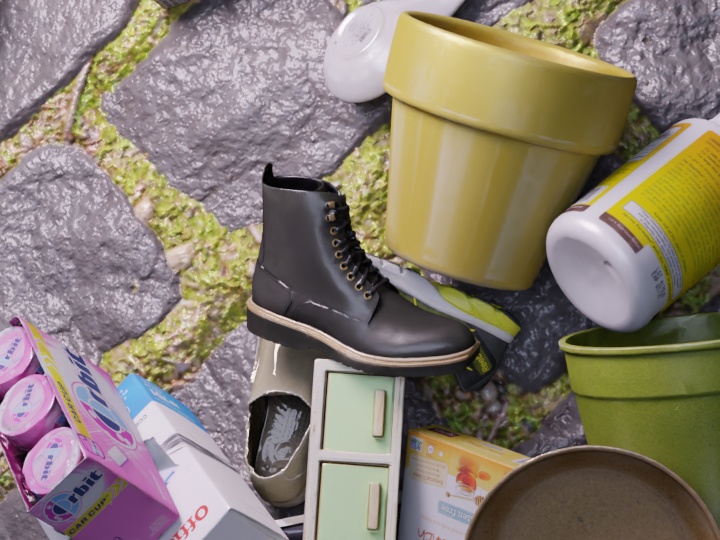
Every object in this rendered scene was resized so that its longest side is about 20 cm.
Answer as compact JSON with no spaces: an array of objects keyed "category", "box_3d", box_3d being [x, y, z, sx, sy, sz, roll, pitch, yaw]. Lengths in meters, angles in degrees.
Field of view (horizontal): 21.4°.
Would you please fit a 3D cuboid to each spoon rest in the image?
[{"category":"spoon rest","box_3d":[0.044,-0.225,1.631,0.200,0.061,0.099,-50,42,5]}]

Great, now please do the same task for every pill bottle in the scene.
[{"category":"pill bottle","box_3d":[0.249,-0.046,1.518,0.200,0.109,0.109,-37,76,-24]}]

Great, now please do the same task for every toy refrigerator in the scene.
[{"category":"toy refrigerator","box_3d":[-0.006,0.175,1.532,0.075,0.070,0.202,4,81,1]}]

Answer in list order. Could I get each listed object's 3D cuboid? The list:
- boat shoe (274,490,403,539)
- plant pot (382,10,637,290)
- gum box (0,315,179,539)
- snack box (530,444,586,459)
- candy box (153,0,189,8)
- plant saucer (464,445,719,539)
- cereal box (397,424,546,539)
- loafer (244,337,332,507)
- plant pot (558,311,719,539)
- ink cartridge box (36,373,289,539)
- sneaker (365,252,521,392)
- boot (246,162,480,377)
[{"category":"boat shoe","box_3d":[-0.045,0.236,1.591,0.198,0.073,0.063,-16,78,4]},{"category":"plant pot","box_3d":[0.104,-0.094,1.549,0.199,0.201,0.190,18,103,13]},{"category":"gum box","box_3d":[-0.233,0.131,1.523,0.066,0.113,0.200,-43,42,7]},{"category":"snack box","box_3d":[0.145,0.256,1.526,0.142,0.053,0.202,-24,77,42]},{"category":"candy box","box_3d":[-0.104,-0.319,1.677,0.199,0.055,0.116,-18,80,10]},{"category":"plant saucer","box_3d":[0.174,0.223,1.424,0.198,0.035,0.202,2,102,8]},{"category":"cereal box","box_3d":[0.089,0.237,1.515,0.143,0.039,0.202,15,104,44]},{"category":"loafer","box_3d":[-0.056,0.098,1.608,0.075,0.068,0.202,3,80,12]},{"category":"plant pot","box_3d":[0.263,0.141,1.490,0.199,0.200,0.195,-6,93,11]},{"category":"ink cartridge box","box_3d":[-0.171,0.204,1.568,0.147,0.086,0.200,-48,42,3]},{"category":"sneaker","box_3d":[0.031,0.040,1.587,0.199,0.074,0.085,21,89,4]},{"category":"boot","box_3d":[0.000,0.000,1.513,0.198,0.077,0.139,11,112,18]}]
